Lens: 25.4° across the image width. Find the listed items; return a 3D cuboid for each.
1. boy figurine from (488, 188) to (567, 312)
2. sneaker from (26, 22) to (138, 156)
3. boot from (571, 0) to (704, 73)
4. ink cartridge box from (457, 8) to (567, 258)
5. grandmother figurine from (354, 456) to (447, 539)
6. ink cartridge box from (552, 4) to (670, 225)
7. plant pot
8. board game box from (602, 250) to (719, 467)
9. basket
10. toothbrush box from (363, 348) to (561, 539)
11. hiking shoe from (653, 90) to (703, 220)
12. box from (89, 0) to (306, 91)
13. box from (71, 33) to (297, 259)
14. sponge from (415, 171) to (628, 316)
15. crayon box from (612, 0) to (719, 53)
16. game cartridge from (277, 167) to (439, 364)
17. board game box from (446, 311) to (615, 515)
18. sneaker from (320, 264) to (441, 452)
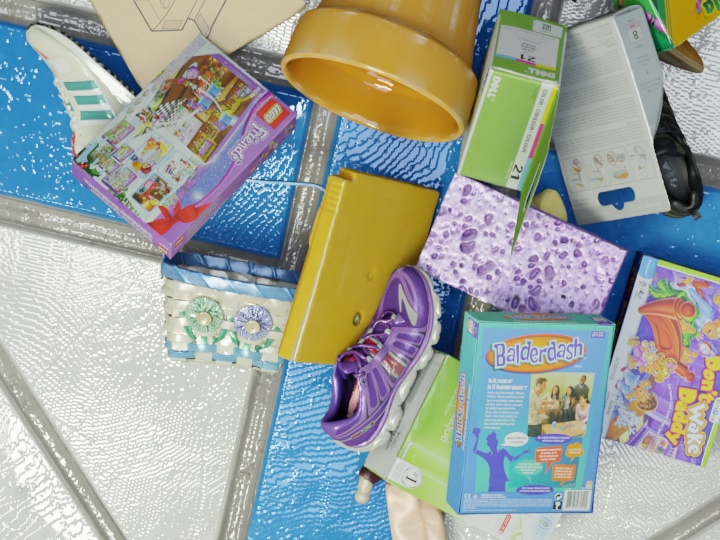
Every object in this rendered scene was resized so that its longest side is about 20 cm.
[{"bbox_3d":[0.174,0.011,1.707,0.123,0.064,0.203,10,94,13],"label":"boy figurine"},{"bbox_3d":[-0.290,-0.172,1.682,0.199,0.070,0.094,41,88,-7],"label":"sneaker"},{"bbox_3d":[0.309,-0.314,1.674,0.200,0.071,0.145,32,87,-10],"label":"boot"},{"bbox_3d":[0.146,-0.139,1.595,0.075,0.201,0.149,15,136,-1],"label":"ink cartridge box"},{"bbox_3d":[0.049,0.226,1.735,0.120,0.060,0.203,-10,93,-27],"label":"grandmother figurine"},{"bbox_3d":[0.255,-0.157,1.642,0.057,0.162,0.202,-25,98,-27],"label":"ink cartridge box"},{"bbox_3d":[0.041,-0.256,1.627,0.198,0.200,0.185,20,80,-2],"label":"plant pot"},{"bbox_3d":[0.336,0.095,1.725,0.133,0.045,0.202,16,95,-2],"label":"board game box"},{"bbox_3d":[-0.124,0.000,1.666,0.174,0.139,0.203,7,94,-1],"label":"basket"},{"bbox_3d":[0.127,0.191,1.685,0.199,0.086,0.147,29,86,-18],"label":"toothbrush box"},{"bbox_3d":[0.308,-0.146,1.673,0.075,0.101,0.201,-33,95,3],"label":"hiking shoe"},{"bbox_3d":[-0.182,-0.299,1.695,0.199,0.021,0.165,-31,95,3],"label":"box"},{"bbox_3d":[-0.178,-0.128,1.628,0.136,0.039,0.200,39,68,8],"label":"box"},{"bbox_3d":[0.168,-0.011,1.660,0.198,0.030,0.113,25,98,8],"label":"sponge"},{"bbox_3d":[0.340,-0.318,1.630,0.199,0.058,0.120,-36,103,-26],"label":"crayon box"},{"bbox_3d":[0.000,0.000,1.662,0.032,0.175,0.202,19,96,35],"label":"game cartridge"},{"bbox_3d":[0.171,0.144,1.615,0.150,0.045,0.203,3,102,-16],"label":"board game box"},{"bbox_3d":[0.019,0.088,1.643,0.083,0.080,0.202,25,84,-42],"label":"sneaker"}]
